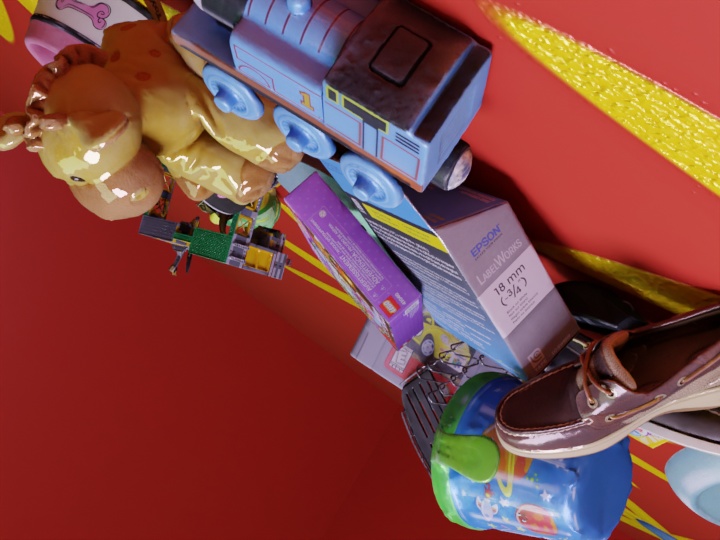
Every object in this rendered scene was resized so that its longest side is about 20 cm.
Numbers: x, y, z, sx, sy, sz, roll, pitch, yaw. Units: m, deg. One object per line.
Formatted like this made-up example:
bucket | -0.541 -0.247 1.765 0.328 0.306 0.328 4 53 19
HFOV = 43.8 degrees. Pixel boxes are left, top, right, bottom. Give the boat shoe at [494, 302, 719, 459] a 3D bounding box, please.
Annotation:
boat shoe | 0.176 0.069 0.608 0.198 0.073 0.072 -19 133 23

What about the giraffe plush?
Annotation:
giraffe plush | -0.158 -0.108 0.635 0.201 0.162 0.172 50 137 -9

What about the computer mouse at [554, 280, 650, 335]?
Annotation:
computer mouse | 0.225 0.040 0.677 0.198 0.034 0.058 18 171 40

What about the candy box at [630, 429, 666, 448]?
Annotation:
candy box | 0.306 0.158 1.007 0.101 0.027 0.200 27 170 15

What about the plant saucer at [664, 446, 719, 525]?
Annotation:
plant saucer | 0.342 0.177 0.700 0.197 0.028 0.201 9 151 5

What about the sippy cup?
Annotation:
sippy cup | 0.149 0.162 0.744 0.129 0.177 0.142 8 118 45

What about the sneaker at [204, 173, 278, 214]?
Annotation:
sneaker | -0.117 -0.090 0.818 0.100 0.070 0.201 58 163 27

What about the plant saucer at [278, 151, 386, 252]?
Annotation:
plant saucer | 0.001 -0.065 0.851 0.200 0.039 0.201 33 170 6

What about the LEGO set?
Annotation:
LEGO set | -0.150 -0.069 1.011 0.198 0.156 0.115 4 172 34

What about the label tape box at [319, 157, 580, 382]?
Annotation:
label tape box | 0.066 -0.023 0.683 0.201 0.063 0.144 54 169 -30

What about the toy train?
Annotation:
toy train | -0.019 -0.118 0.520 0.199 0.087 0.115 34 162 11

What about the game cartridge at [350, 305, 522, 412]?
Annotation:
game cartridge | 0.091 0.083 1.005 0.199 0.134 0.041 29 -179 31

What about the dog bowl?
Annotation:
dog bowl | -0.232 -0.196 0.859 0.199 0.074 0.200 32 171 5

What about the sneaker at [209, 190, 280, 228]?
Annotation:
sneaker | -0.135 -0.093 1.130 0.082 0.075 0.200 9 176 -20

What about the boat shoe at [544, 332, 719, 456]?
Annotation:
boat shoe | 0.217 0.089 0.668 0.071 0.061 0.200 18 179 -41

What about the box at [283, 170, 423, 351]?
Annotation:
box | 0.000 0.000 0.815 0.137 0.039 0.200 50 176 12

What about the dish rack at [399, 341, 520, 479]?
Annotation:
dish rack | 0.121 0.133 0.913 0.054 0.200 0.155 8 -131 -51
